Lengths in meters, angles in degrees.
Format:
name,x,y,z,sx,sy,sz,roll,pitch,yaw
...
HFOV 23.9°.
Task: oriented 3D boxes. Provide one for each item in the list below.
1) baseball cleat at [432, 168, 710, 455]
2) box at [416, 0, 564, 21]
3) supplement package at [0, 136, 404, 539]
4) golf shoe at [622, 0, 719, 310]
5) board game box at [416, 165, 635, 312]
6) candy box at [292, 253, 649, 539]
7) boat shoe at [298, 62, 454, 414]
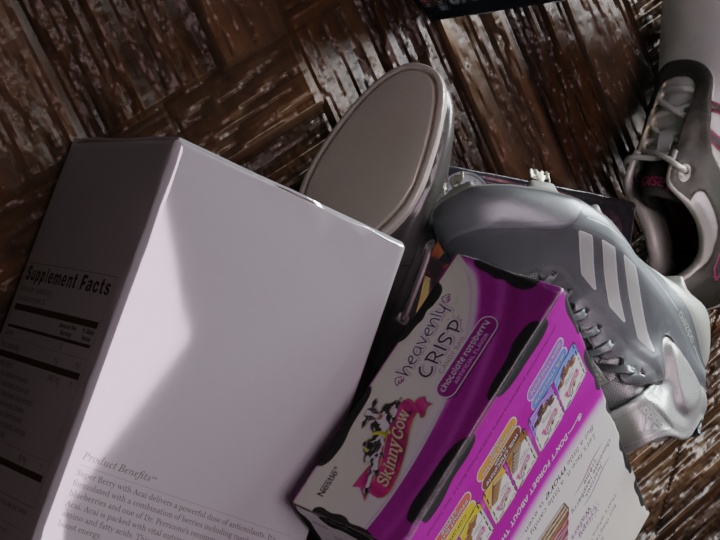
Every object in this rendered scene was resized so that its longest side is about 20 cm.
name,x,y,z,sx,sy,sz,roll,pitch,yaw
baseball cleat,0.112,0.028,0.821,0.199,0.069,0.107,25,53,-37
box,0.127,-0.203,0.824,0.200,0.159,0.046,-45,113,-21
supplement package,-0.087,0.057,0.728,0.121,0.119,0.202,24,81,-30
golf shoe,0.185,-0.076,0.913,0.088,0.077,0.202,-14,101,-37
board game box,0.070,0.053,0.878,0.135,0.034,0.202,8,89,-33
candy box,0.058,0.108,0.768,0.137,0.061,0.201,-55,143,-22
boat shoe,0.000,0.000,0.820,0.057,0.066,0.202,29,81,-56
